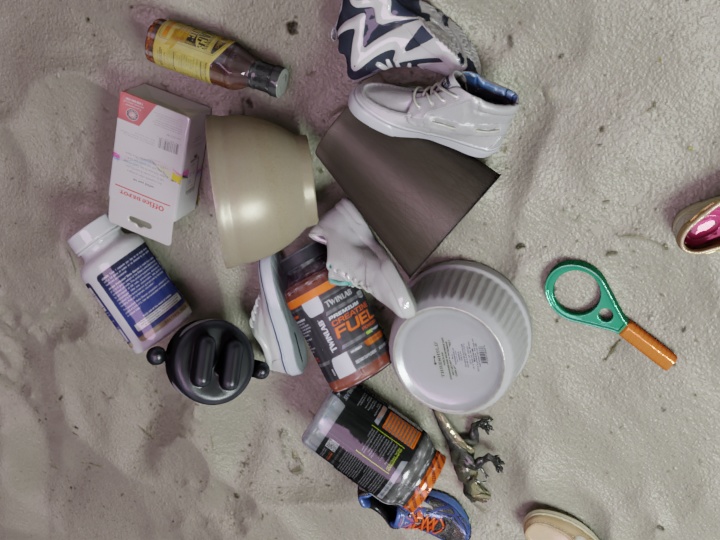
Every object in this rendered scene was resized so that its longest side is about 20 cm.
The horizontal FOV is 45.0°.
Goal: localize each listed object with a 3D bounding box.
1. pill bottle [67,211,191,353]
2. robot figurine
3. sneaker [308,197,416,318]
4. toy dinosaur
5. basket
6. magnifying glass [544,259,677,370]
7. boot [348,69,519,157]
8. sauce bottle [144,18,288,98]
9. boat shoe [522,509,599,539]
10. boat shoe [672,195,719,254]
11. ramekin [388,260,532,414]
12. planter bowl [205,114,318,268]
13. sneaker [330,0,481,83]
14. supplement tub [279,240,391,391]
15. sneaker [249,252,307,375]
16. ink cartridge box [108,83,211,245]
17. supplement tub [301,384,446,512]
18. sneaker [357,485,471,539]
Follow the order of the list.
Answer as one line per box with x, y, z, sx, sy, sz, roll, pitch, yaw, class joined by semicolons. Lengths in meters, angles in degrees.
-0.357;0.015;1.335;0.110;0.111;0.202;-28;101;28;pill bottle
-0.227;0.137;1.296;0.151;0.125;0.199;49;163;-11;robot figurine
0.000;0.000;1.156;0.088;0.075;0.201;-35;58;0;sneaker
0.163;0.264;1.287;0.087;0.047;0.203;-18;102;33;toy dinosaur
0.048;-0.122;1.114;0.200;0.136;0.181;42;116;3;basket
0.330;0.062;1.148;0.199;0.022;0.080;37;120;2;magnifying glass
0.089;-0.205;1.033;0.196;0.075;0.096;13;143;-10;boot
-0.192;-0.283;1.172;0.196;0.066;0.067;19;118;9;sauce bottle
0.324;0.429;1.273;0.198;0.069;0.074;33;120;5;boat shoe
0.462;-0.069;1.012;0.198;0.069;0.074;-30;100;29;boat shoe
0.131;0.099;1.191;0.196;0.105;0.204;8;114;17;ramekin
-0.127;-0.113;1.161;0.132;0.201;0.204;-8;112;-4;planter bowl
0.046;-0.268;1.082;0.198;0.080;0.130;35;127;-5;sneaker
-0.039;0.061;1.230;0.106;0.107;0.203;-27;92;28;supplement tub
-0.134;0.068;1.295;0.069;0.073;0.204;-3;112;17;sneaker
-0.295;-0.152;1.264;0.115;0.068;0.203;21;117;11;ink cartridge box
0.021;0.260;1.292;0.198;0.123;0.123;35;120;4;supplement tub
0.078;0.375;1.346;0.197;0.079;0.077;23;119;10;sneaker
